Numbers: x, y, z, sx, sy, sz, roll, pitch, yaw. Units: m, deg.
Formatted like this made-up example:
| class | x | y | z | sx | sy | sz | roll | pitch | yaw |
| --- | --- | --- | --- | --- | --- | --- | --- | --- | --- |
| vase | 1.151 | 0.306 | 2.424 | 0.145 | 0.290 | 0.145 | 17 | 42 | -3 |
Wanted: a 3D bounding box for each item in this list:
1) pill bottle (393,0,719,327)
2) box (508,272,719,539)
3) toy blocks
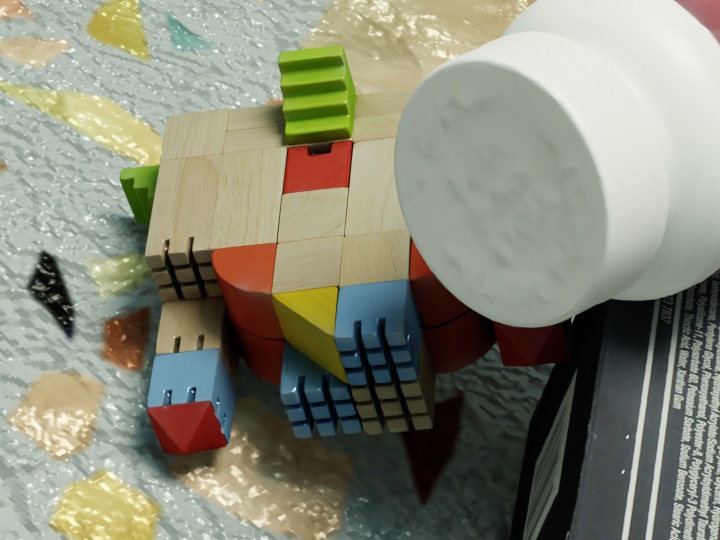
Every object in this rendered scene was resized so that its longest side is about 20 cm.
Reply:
| class | x | y | z | sx | sy | sz | roll | pitch | yaw |
| --- | --- | --- | --- | --- | --- | --- | --- | --- | --- |
| pill bottle | 0.109 | -0.054 | 0.969 | 0.109 | 0.110 | 0.199 | 42 | 42 | 22 |
| box | 0.155 | 0.107 | 0.983 | 0.197 | 0.124 | 0.201 | 19 | 38 | -2 |
| toy blocks | 0.000 | 0.000 | 1.031 | 0.198 | 0.100 | 0.137 | -6 | 45 | 11 |
